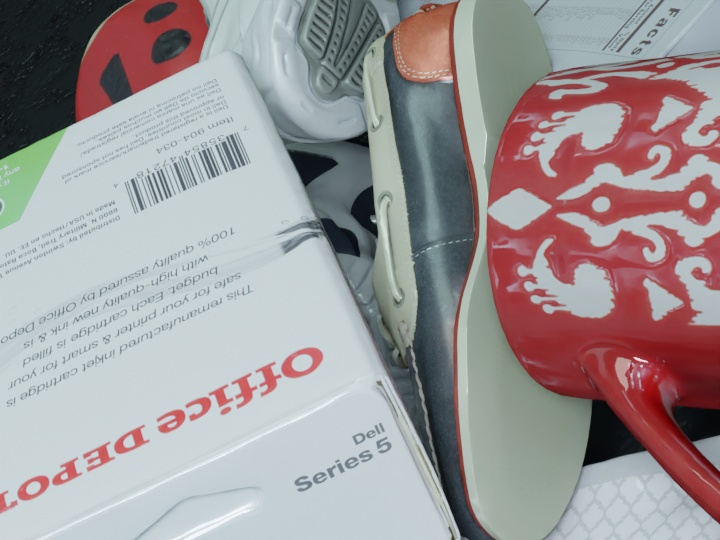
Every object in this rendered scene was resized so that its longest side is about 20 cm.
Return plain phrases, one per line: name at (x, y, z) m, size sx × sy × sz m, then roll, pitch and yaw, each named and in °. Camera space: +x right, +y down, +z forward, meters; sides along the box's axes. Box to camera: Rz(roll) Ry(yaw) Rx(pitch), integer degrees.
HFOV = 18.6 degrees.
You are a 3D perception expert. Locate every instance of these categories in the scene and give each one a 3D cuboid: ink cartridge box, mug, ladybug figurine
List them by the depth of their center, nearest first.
mug at (0.138, -0.003, 0.659) m, size 0.199 × 0.134 × 0.178 m, roll 0°, pitch 30°, yaw 35°
ink cartridge box at (-0.069, 0.033, 0.741) m, size 0.145 × 0.084 × 0.201 m, roll -25°, pitch 39°, yaw 0°
ladybug figurine at (-0.090, -0.077, 1.086) m, size 0.136 × 0.072 × 0.200 m, roll -58°, pitch 32°, yaw 12°

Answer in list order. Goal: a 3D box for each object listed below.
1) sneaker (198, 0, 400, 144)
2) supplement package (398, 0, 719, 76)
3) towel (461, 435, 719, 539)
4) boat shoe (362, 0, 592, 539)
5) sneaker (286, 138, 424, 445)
sneaker at (-0.021, -0.127, 0.892) m, size 0.099 × 0.078 × 0.201 m, roll -16°, pitch 37°, yaw 42°
supplement package at (0.103, -0.078, 0.869) m, size 0.114 × 0.110 × 0.199 m, roll -48°, pitch 30°, yaw -17°
towel at (0.059, 0.136, 0.699) m, size 0.199 × 0.032 × 0.192 m, roll -17°, pitch 36°, yaw 35°
boat shoe at (0.034, 0.000, 0.762) m, size 0.062 × 0.071 × 0.202 m, roll -18°, pitch 66°, yaw 36°
sneaker at (0.000, 0.000, 0.907) m, size 0.199 × 0.080 × 0.129 m, roll 35°, pitch 33°, yaw 32°
